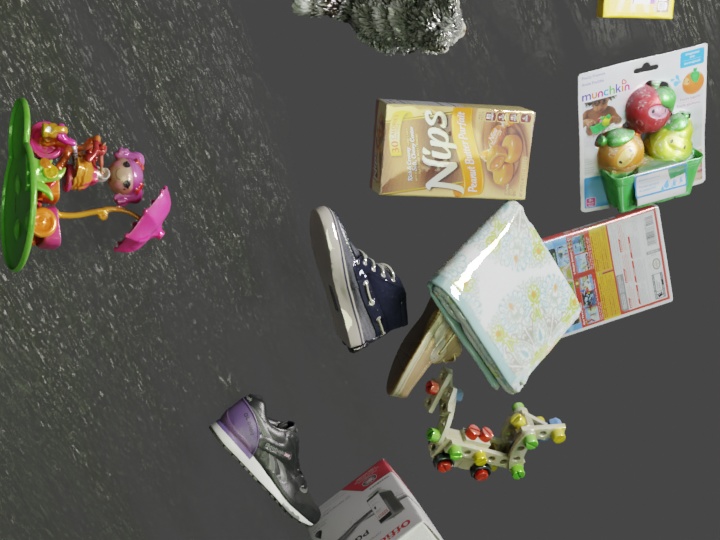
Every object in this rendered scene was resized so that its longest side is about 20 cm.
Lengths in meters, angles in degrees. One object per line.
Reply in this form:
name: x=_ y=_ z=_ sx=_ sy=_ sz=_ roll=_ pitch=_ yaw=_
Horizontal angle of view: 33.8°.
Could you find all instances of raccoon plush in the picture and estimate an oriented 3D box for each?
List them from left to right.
raccoon plush: x=0.028 y=-0.294 z=1.405 sx=0.199 sy=0.134 sz=0.097 roll=-9 pitch=107 yaw=-13

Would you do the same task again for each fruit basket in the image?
fruit basket: x=0.371 y=-0.179 z=1.537 sx=0.184 sy=0.094 sz=0.201 roll=-14 pitch=127 yaw=-11

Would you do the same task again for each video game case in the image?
video game case: x=0.328 y=0.004 z=1.627 sx=0.199 sy=0.017 sz=0.144 roll=-17 pitch=108 yaw=-10

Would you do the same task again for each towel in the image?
towel: x=0.191 y=0.037 z=1.538 sx=0.171 sy=0.048 sz=0.200 roll=-46 pitch=115 yaw=-27

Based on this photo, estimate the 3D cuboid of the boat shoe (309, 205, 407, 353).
boat shoe: x=0.000 y=0.000 z=1.515 sx=0.092 sy=0.075 sz=0.201 roll=-21 pitch=116 yaw=-16

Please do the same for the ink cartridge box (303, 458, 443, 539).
ink cartridge box: x=0.020 y=0.351 z=1.537 sx=0.147 sy=0.200 sz=0.083 roll=-37 pitch=110 yaw=-4

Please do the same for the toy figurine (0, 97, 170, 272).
toy figurine: x=-0.314 y=-0.095 z=1.391 sx=0.183 sy=0.150 sz=0.201 roll=3 pitch=79 yaw=-29

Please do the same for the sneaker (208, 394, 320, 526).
sneaker: x=-0.101 y=0.247 z=1.547 sx=0.088 sy=0.076 sz=0.200 roll=-42 pitch=111 yaw=-8

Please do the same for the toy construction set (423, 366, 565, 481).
toy construction set: x=0.164 y=0.215 z=1.595 sx=0.199 sy=0.092 sz=0.131 roll=27 pitch=123 yaw=-14

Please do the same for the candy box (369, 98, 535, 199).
candy box: x=0.116 y=-0.154 z=1.508 sx=0.199 sy=0.055 sz=0.116 roll=1 pitch=104 yaw=-15

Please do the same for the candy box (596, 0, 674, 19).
candy box: x=0.360 y=-0.426 z=1.520 sx=0.102 sy=0.026 sz=0.201 roll=-2 pitch=104 yaw=-11

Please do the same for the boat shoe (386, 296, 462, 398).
boat shoe: x=0.106 y=0.089 z=1.559 sx=0.069 sy=0.074 sz=0.201 roll=30 pitch=94 yaw=-14
